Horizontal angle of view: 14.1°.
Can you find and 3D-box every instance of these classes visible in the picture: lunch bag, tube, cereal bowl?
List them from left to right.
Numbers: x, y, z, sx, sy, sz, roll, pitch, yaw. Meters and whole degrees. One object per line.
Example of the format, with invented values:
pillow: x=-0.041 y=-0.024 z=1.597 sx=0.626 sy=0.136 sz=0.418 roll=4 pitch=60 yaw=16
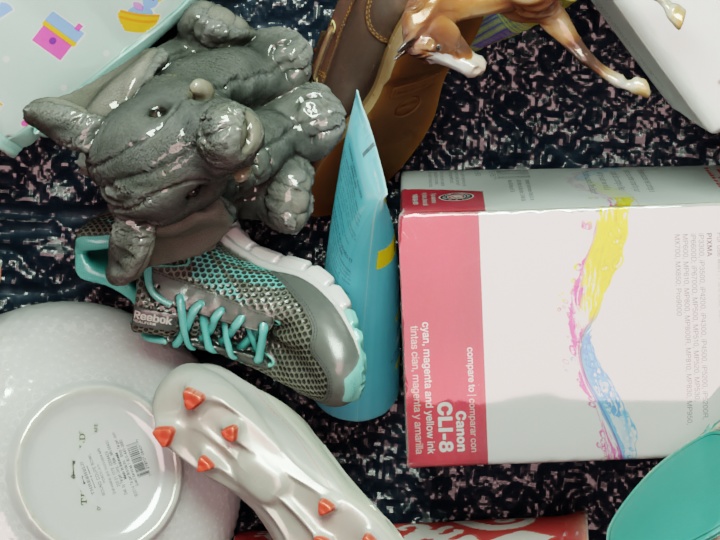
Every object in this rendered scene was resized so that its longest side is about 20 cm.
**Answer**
lunch bag: x=-0.189 y=-0.185 z=1.588 sx=0.170 sy=0.122 sz=0.200 roll=-38 pitch=90 yaw=6
cereal bowl: x=-0.156 y=0.113 z=1.613 sx=0.200 sy=0.083 sz=0.200 roll=3 pitch=81 yaw=-18
tube: x=0.000 y=0.000 z=1.590 sx=0.050 sy=0.077 sz=0.200 roll=-11 pitch=139 yaw=-12

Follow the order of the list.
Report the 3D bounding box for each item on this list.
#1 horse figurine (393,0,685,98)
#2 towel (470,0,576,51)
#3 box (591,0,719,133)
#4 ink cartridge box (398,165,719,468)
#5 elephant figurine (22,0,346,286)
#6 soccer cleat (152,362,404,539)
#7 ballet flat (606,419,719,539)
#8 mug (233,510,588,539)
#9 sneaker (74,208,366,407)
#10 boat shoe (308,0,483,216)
horse figurine: x=0.107 y=-0.177 z=1.437 sx=0.132 sy=0.050 sz=0.200 roll=19 pitch=92 yaw=-5
towel: x=0.045 y=-0.185 z=1.550 sx=0.023 sy=0.200 sz=0.144 roll=-39 pitch=95 yaw=-17
box: x=0.199 y=-0.211 z=1.547 sx=0.200 sy=0.171 sz=0.199 roll=-35 pitch=96 yaw=5
ink cartridge box: x=0.122 y=0.022 z=1.599 sx=0.200 sy=0.145 sz=0.145 roll=-2 pitch=100 yaw=2
elephant figurine: x=-0.103 y=-0.063 z=1.500 sx=0.141 sy=0.200 sz=0.155 roll=30 pitch=114 yaw=12
soccer cleat: x=-0.029 y=0.123 z=1.577 sx=0.200 sy=0.078 sz=0.069 roll=45 pitch=112 yaw=3
ballet flat: x=0.216 y=0.096 z=1.508 sx=0.200 sy=0.076 sz=0.064 roll=-45 pitch=133 yaw=15
mug: x=0.028 y=0.223 z=1.641 sx=0.200 sy=0.133 sz=0.178 roll=1 pitch=98 yaw=3
sneaker: x=-0.081 y=0.021 z=1.590 sx=0.200 sy=0.091 sz=0.078 roll=35 pitch=137 yaw=34
boat shoe: x=0.007 y=-0.111 z=1.590 sx=0.070 sy=0.070 sz=0.200 roll=58 pitch=140 yaw=23
